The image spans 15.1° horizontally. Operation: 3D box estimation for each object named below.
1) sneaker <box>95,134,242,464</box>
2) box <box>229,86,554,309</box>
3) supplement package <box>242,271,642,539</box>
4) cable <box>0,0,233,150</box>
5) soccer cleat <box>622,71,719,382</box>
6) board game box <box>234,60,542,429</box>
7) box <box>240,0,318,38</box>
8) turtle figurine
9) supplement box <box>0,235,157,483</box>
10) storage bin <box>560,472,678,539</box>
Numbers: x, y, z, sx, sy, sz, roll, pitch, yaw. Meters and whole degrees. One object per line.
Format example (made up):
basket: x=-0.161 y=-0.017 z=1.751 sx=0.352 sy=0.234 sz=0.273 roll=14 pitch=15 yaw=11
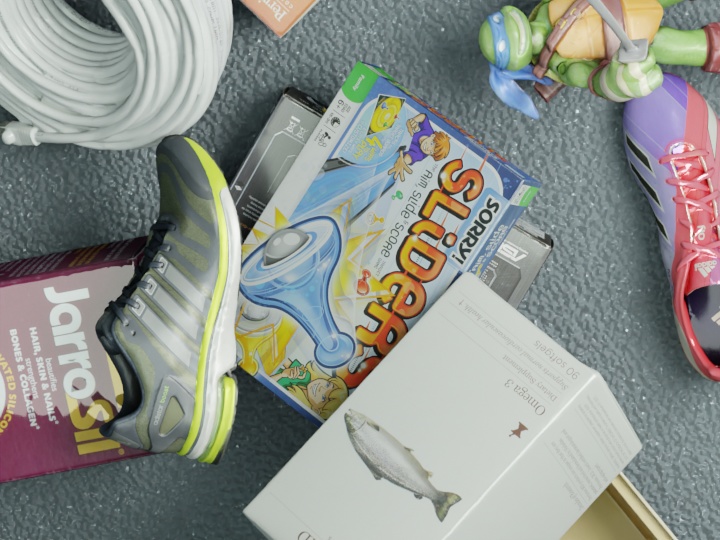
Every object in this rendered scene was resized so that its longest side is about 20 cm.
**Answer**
sneaker: x=-0.118 y=0.017 z=1.641 sx=0.081 sy=0.074 sz=0.201 roll=1 pitch=84 yaw=-20
box: x=0.000 y=0.000 z=1.735 sx=0.200 sy=0.048 sz=0.159 roll=29 pitch=101 yaw=-1
supplement package: x=0.051 y=0.124 z=1.625 sx=0.200 sy=0.117 sz=0.117 roll=-47 pitch=59 yaw=-7
cable: x=-0.169 y=-0.162 z=1.656 sx=0.199 sy=0.069 sz=0.200 roll=12 pitch=133 yaw=25
soccer cleat: x=0.212 y=-0.026 z=1.704 sx=0.067 sy=0.076 sz=0.201 roll=-13 pitch=99 yaw=6
board game box: x=0.002 y=-0.008 z=1.668 sx=0.135 sy=0.034 sz=0.200 roll=36 pitch=101 yaw=20
box: x=-0.022 y=-0.259 z=1.666 sx=0.124 sy=0.097 sz=0.200 roll=43 pitch=100 yaw=-5
turtle figurine: x=0.177 y=-0.171 z=1.625 sx=0.193 sy=0.144 sz=0.200 roll=-4 pitch=123 yaw=-17
supplement box: x=-0.218 y=0.063 z=1.733 sx=0.199 sy=0.103 sz=0.131 roll=-11 pitch=98 yaw=5
storage bin: x=0.105 y=0.215 z=1.705 sx=0.200 sy=0.094 sz=0.199 roll=-38 pitch=74 yaw=-1
